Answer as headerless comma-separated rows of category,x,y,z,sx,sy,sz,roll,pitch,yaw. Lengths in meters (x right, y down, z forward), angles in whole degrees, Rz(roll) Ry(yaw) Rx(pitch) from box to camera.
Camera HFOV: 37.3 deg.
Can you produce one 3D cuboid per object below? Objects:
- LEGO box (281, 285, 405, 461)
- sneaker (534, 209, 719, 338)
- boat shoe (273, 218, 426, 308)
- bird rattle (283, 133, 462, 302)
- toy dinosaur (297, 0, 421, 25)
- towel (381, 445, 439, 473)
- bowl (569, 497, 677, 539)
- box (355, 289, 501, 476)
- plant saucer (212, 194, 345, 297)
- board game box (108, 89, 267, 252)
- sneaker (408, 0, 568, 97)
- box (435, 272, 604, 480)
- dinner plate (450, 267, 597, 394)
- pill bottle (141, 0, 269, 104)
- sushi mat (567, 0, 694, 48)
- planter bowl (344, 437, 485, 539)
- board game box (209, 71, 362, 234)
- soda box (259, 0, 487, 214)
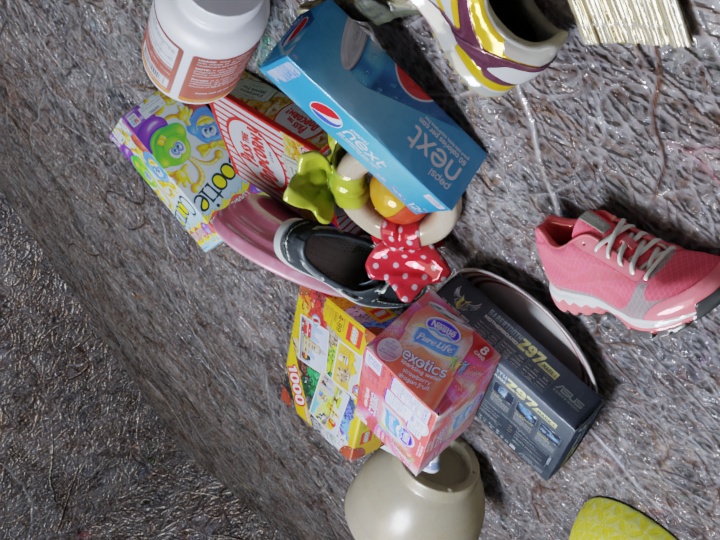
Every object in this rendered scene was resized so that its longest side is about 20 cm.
LEGO box,-0.017,0.117,1.375,0.149,0.077,0.201,36,130,34
sneaker,0.203,-0.006,0.838,0.087,0.074,0.200,57,158,-19
boat shoe,0.000,0.000,1.158,0.199,0.076,0.060,16,-179,-33
bird rattle,0.028,-0.061,1.057,0.200,0.113,0.163,47,142,-13
toy dinosaur,0.009,-0.230,0.869,0.200,0.048,0.088,22,157,47
towel,0.048,0.156,1.395,0.147,0.024,0.201,20,121,49
bowl,0.312,0.377,1.254,0.200,0.108,0.200,41,159,19
box,0.065,0.121,1.102,0.103,0.095,0.200,44,159,18
plant saucer,-0.073,-0.035,1.254,0.200,0.051,0.201,24,-167,-6
board game box,-0.220,-0.139,1.404,0.200,0.105,0.103,51,159,-9
sneaker,0.065,-0.218,0.751,0.200,0.075,0.090,45,152,-10
box,0.151,0.114,1.122,0.200,0.051,0.158,42,159,20
dinner plate,0.171,0.071,1.110,0.200,0.024,0.200,40,158,20
pill bottle,-0.152,-0.249,1.060,0.112,0.112,0.200,49,159,-3
sushi mat,0.139,-0.224,0.661,0.095,0.012,0.200,16,142,54
planter bowl,0.091,0.305,1.490,0.200,0.200,0.135,39,131,23
board game box,-0.085,-0.135,1.221,0.200,0.046,0.152,34,155,34
soda box,0.013,-0.138,0.929,0.200,0.068,0.064,41,162,-22
